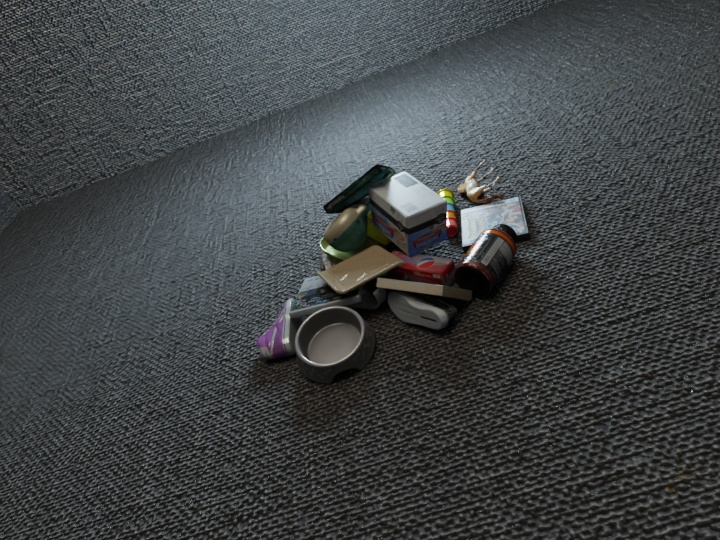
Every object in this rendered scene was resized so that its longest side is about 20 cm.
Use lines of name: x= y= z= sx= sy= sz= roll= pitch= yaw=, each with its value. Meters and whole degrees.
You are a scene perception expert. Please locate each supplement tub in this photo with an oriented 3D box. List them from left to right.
supplement tub: x=0.320 y=-0.033 z=1.437 sx=0.107 sy=0.107 sz=0.200 roll=7 pitch=42 yaw=39

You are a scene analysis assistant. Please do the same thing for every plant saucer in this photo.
plant saucer: x=-0.022 y=-0.058 z=1.689 sx=0.199 sy=0.031 sz=0.200 roll=7 pitch=26 yaw=-3

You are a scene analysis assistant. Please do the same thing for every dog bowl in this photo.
dog bowl: x=-0.067 y=0.170 z=1.380 sx=0.199 sy=0.059 sz=0.201 roll=-11 pitch=46 yaw=11

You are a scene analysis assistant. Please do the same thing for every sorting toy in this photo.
sorting toy: x=0.000 y=0.000 z=1.509 sx=0.199 sy=0.037 sz=0.185 roll=-24 pitch=22 yaw=-13

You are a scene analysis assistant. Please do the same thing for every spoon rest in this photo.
spoon rest: x=-0.002 y=0.070 z=1.541 sx=0.099 sy=0.061 sz=0.200 roll=-41 pitch=23 yaw=-29

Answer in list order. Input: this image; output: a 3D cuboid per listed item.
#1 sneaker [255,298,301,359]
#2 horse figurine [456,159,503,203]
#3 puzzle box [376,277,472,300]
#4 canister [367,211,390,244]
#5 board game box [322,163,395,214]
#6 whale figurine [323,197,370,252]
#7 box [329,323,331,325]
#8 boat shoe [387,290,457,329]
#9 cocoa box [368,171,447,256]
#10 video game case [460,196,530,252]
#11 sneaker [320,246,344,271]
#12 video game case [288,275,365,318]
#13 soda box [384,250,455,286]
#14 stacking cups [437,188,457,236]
sneaker: x=-0.223 y=0.154 z=1.527 sx=0.114 sy=0.073 sz=0.201 roll=-18 pitch=31 yaw=14
horse figurine: x=0.363 y=-0.256 z=1.758 sx=0.132 sy=0.050 sz=0.200 roll=-42 pitch=32 yaw=18
puzzle box: x=0.155 y=0.045 z=1.411 sx=0.199 sy=0.026 sz=0.133 roll=7 pitch=-3 yaw=42
canister: x=0.108 y=-0.173 z=1.767 sx=0.200 sy=0.087 sz=0.148 roll=-35 pitch=45 yaw=-26
board game box: x=-0.001 y=-0.229 z=1.636 sx=0.200 sy=0.028 sz=0.135 roll=-36 pitch=-7 yaw=21
whale figurine: x=-0.017 y=-0.129 z=1.647 sx=0.159 sy=0.104 sz=0.200 roll=-38 pitch=9 yaw=43
box: x=-0.090 y=0.102 z=1.549 sx=0.041 sy=0.039 sz=0.200 roll=-26 pitch=32 yaw=-9
boat shoe: x=0.150 y=0.094 z=1.401 sx=0.071 sy=0.072 sz=0.200 roll=-20 pitch=28 yaw=-35
cocoa box: x=0.129 y=-0.158 z=1.582 sx=0.133 sy=0.132 sz=0.200 roll=-24 pitch=42 yaw=-20
video game case: x=0.375 y=-0.133 z=1.626 sx=0.180 sy=0.026 sz=0.200 roll=-12 pitch=33 yaw=16
sneaker: x=-0.078 y=-0.029 z=1.719 sx=0.081 sy=0.075 sz=0.200 roll=-7 pitch=32 yaw=-7
video game case: x=-0.079 y=0.052 z=1.536 sx=0.199 sy=0.023 sz=0.182 roll=-14 pitch=25 yaw=17
soda box: x=0.154 y=0.001 z=1.528 sx=0.199 sy=0.064 sz=0.070 roll=10 pitch=44 yaw=40
stacking cups: x=0.266 y=-0.170 z=1.725 sx=0.060 sy=0.061 sz=0.200 roll=-16 pitch=36 yaw=10
